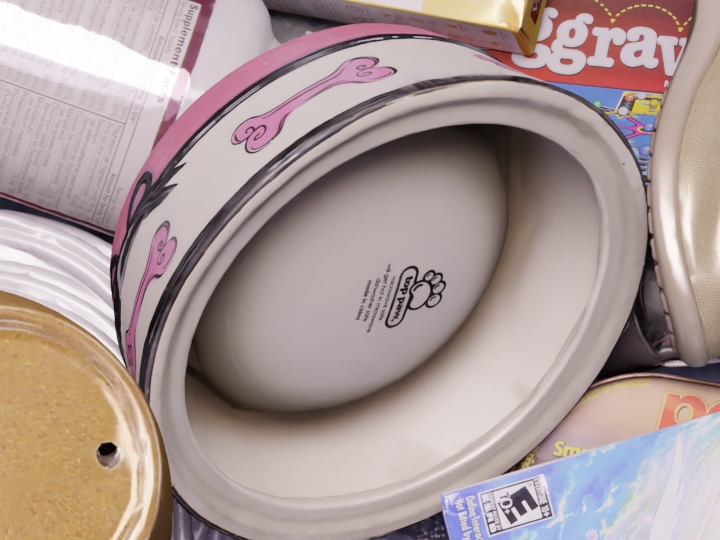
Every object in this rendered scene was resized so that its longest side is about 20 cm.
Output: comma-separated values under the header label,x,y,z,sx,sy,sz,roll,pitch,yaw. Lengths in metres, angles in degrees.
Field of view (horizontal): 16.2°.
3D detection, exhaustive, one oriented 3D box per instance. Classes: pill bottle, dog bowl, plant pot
label,x,y,z,sx,sy,sz,roll,pitch,yaw
pill bottle,-0.101,-0.072,0.967,0.200,0.110,0.110,19,81,-7
dog bowl,0.000,0.000,0.899,0.200,0.200,0.074,-36,47,-4
plant pot,-0.133,0.076,0.786,0.186,0.200,0.187,6,73,-20

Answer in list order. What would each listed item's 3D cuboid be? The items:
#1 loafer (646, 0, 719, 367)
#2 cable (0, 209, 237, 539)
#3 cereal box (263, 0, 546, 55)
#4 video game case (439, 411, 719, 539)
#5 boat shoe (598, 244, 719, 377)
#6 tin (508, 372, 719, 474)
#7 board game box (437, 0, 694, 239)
label,x,y,z,sx,sy,sz,roll,pitch,yaw
loafer,0.149,-0.057,0.923,0.068,0.076,0.200,4,62,17
cable,-0.143,0.079,0.974,0.200,0.069,0.200,9,80,5
cereal box,-0.012,-0.174,1.012,0.200,0.040,0.144,12,80,15
video game case,0.138,0.147,0.884,0.181,0.045,0.200,-17,64,4
boat shoe,0.136,0.004,0.979,0.200,0.057,0.067,-3,80,2
tin,0.154,0.100,0.964,0.200,0.042,0.112,10,96,4
board game box,0.117,-0.060,0.983,0.200,0.019,0.103,7,62,11
